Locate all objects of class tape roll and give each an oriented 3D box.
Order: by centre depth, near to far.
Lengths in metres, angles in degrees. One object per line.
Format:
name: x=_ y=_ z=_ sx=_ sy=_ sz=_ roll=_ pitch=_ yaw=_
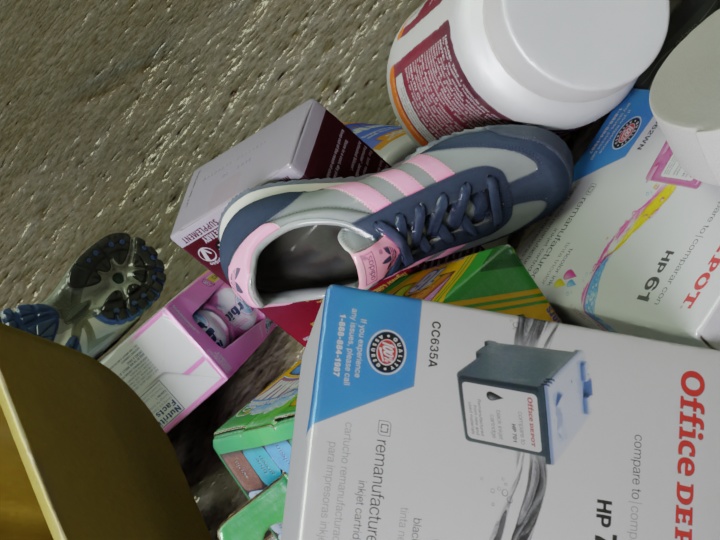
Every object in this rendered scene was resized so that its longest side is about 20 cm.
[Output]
tape roll: x=0.239 y=-0.111 z=1.193 sx=0.203 sy=0.037 sz=0.203 roll=-26 pitch=21 yaw=11

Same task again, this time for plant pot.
plant pot: x=-0.201 y=0.169 z=1.499 sx=0.194 sy=0.200 sz=0.196 roll=-39 pitch=61 yaw=25

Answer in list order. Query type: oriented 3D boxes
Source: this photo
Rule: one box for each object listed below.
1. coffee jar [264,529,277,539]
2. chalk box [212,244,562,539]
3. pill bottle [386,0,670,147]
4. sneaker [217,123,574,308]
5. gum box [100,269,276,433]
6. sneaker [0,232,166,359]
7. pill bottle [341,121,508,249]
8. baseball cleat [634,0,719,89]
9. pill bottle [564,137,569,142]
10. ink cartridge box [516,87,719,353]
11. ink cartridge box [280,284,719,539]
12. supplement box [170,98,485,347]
coffee jar: x=-0.017 y=0.150 z=1.380 sx=0.104 sy=0.085 sz=0.200 roll=-20 pitch=39 yaw=49
chalk box: x=0.017 y=0.098 z=1.265 sx=0.200 sy=0.125 sz=0.124 roll=-41 pitch=11 yaw=-28
pill bottle: x=0.094 y=-0.127 z=1.360 sx=0.114 sy=0.114 sz=0.200 roll=-59 pitch=9 yaw=-15
sneaker: x=0.023 y=-0.020 z=1.297 sx=0.200 sy=0.070 sz=0.082 roll=-16 pitch=28 yaw=4
gum box: x=-0.154 y=0.084 z=1.655 sx=0.200 sy=0.066 sz=0.114 roll=-41 pitch=3 yaw=23
sneaker: x=-0.221 y=0.059 z=1.691 sx=0.200 sy=0.077 sz=0.085 roll=-35 pitch=-10 yaw=-30
pill bottle: x=0.002 y=-0.040 z=1.559 sx=0.112 sy=0.112 sz=0.200 roll=-57 pitch=27 yaw=-11
baseball cleat: x=0.188 y=-0.196 z=1.465 sx=0.070 sy=0.106 sz=0.200 roll=-9 pitch=53 yaw=36
pill bottle: x=0.117 y=-0.166 z=1.535 sx=0.111 sy=0.111 sz=0.200 roll=4 pitch=60 yaw=59
ink cartridge box: x=0.184 y=-0.014 z=1.266 sx=0.145 sy=0.085 sz=0.200 roll=-56 pitch=27 yaw=-11
ink cartridge box: x=0.068 y=0.101 z=1.138 sx=0.086 sy=0.200 sz=0.147 roll=108 pitch=169 yaw=-61
supplement box: x=0.000 y=0.000 z=1.410 sx=0.109 sy=0.200 sz=0.061 roll=-29 pitch=32 yaw=39
